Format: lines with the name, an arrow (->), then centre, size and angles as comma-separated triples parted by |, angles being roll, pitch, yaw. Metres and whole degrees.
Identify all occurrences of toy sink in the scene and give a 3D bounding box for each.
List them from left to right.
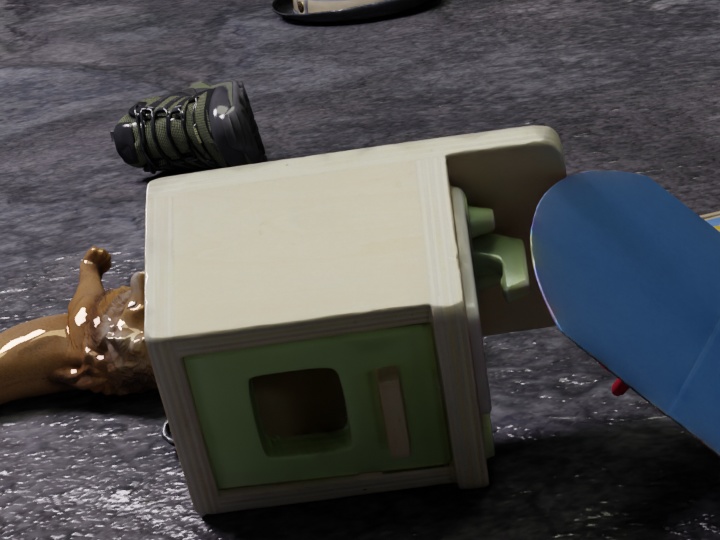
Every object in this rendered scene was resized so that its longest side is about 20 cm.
toy sink -> 0.007, 0.028, 1.066 | 0.198, 0.131, 0.113 | -7, 46, 2

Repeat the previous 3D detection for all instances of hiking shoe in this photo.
hiking shoe -> -0.136, -0.100, 1.751 | 0.100, 0.076, 0.200 | -21, 10, -13

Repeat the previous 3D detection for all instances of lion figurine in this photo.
lion figurine -> -0.185, 0.046, 1.283 | 0.199, 0.073, 0.123 | -21, 28, 7

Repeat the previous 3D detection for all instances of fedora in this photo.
fedora -> -0.009, -0.322, 2.376 | 0.199, 0.092, 0.201 | -7, 16, 2

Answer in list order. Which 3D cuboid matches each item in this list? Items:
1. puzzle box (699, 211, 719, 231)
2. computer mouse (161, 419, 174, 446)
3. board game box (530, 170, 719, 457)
puzzle box -> 0.255, -0.014, 1.331 | 0.198, 0.026, 0.133 | -13, 18, -19
computer mouse -> -0.008, 0.041, 1.217 | 0.137, 0.053, 0.200 | 0, 18, 27
board game box -> 0.152, 0.041, 1.038 | 0.199, 0.039, 0.158 | 37, 35, 2
